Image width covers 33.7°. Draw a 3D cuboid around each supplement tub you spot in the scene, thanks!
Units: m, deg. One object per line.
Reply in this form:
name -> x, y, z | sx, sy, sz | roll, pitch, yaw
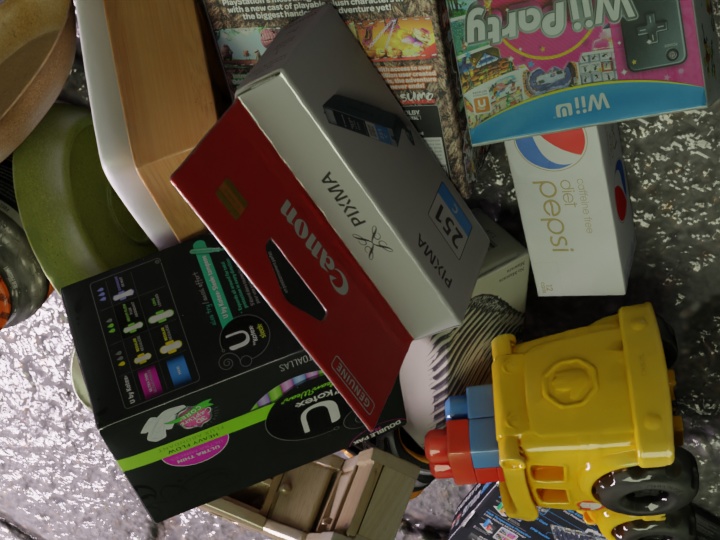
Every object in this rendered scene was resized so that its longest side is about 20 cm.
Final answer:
supplement tub -> -0.278, -0.039, 0.947 | 0.122, 0.200, 0.123 | 11, 129, 14

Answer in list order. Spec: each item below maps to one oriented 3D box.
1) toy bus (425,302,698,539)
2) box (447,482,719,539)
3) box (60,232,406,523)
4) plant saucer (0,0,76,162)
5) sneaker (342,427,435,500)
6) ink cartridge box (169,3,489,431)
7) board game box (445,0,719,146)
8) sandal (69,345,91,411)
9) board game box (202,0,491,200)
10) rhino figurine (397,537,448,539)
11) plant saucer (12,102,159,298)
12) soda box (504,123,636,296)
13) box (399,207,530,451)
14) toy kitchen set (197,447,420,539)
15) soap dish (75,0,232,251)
toy bus -> 0.149, 0.133, 0.894 | 0.191, 0.136, 0.200 | -9, 145, 11
box -> 0.199, 0.236, 1.069 | 0.199, 0.046, 0.159 | 29, 132, -1
box -> -0.085, 0.062, 0.836 | 0.199, 0.125, 0.149 | -21, 145, -6
plant saucer -> -0.274, -0.130, 0.884 | 0.199, 0.201, 0.035 | -20, 133, 33
sneaker -> 0.001, 0.124, 1.048 | 0.200, 0.079, 0.077 | 35, 133, -21
ink cartridge box -> -0.006, -0.035, 0.722 | 0.045, 0.177, 0.200 | -21, 117, 34
board game box -> 0.125, -0.186, 0.705 | 0.147, 0.064, 0.201 | -7, 100, 26
sandal -> -0.224, 0.073, 1.108 | 0.080, 0.057, 0.201 | 35, 131, -7
board game box -> -0.005, -0.156, 0.809 | 0.158, 0.097, 0.201 | 2, 127, 21
rhino figurine -> 0.080, 0.336, 1.189 | 0.087, 0.060, 0.201 | 1, 131, 8
plant saucer -> -0.187, -0.041, 0.913 | 0.031, 0.200, 0.201 | -21, 117, 20
soda box -> 0.144, -0.079, 0.832 | 0.068, 0.064, 0.201 | -2, 125, 23
box -> 0.078, 0.057, 0.934 | 0.068, 0.082, 0.201 | 44, 150, 39
toy kitchen set -> -0.078, 0.203, 0.926 | 0.179, 0.164, 0.200 | 24, 164, -6
soap dish -> -0.127, -0.102, 0.828 | 0.081, 0.158, 0.200 | -14, 160, 0
